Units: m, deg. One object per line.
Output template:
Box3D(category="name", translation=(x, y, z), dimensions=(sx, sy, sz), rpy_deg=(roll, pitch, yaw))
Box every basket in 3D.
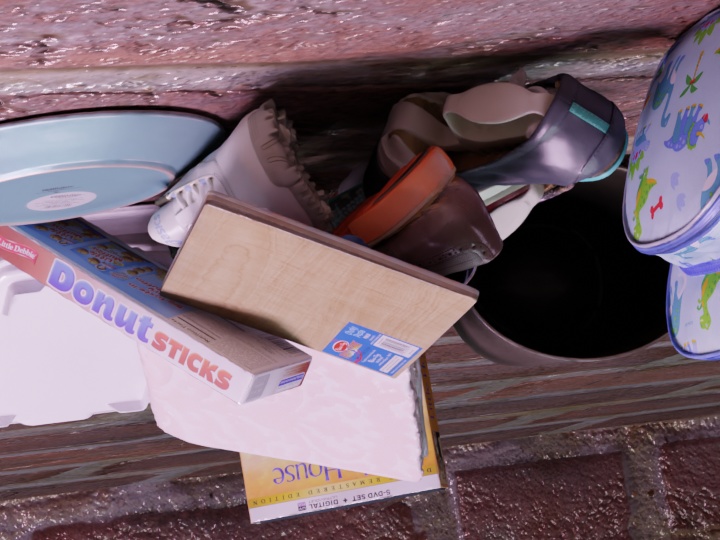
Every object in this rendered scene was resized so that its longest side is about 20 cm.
Box3D(category="basket", translation=(0.137, 0.006, 1.756), dimensions=(0.180, 0.136, 0.200), rpy_deg=(-4, 174, -10))

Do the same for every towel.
Box3D(category="towel", translation=(-0.053, 0.061, 1.575), dimensions=(0.191, 0.032, 0.200), rpy_deg=(9, 146, 10))

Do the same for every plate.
Box3D(category="plate", translation=(-0.173, -0.053, 1.381), dimensions=(0.200, 0.026, 0.200), rpy_deg=(-10, 171, -2))

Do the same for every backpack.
Box3D(category="backpack", translation=(0.227, -0.044, 1.304), dimensions=(0.147, 0.201, 0.183), rpy_deg=(14, 165, -18))

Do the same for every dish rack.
Box3D(category="dish rack", translation=(-0.188, 0.039, 1.608), dimensions=(0.171, 0.044, 0.200), rpy_deg=(-6, 143, -24))

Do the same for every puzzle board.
Box3D(category="puzzle board", translation=(-0.027, 0.009, 1.350), dimensions=(0.150, 0.017, 0.200), rpy_deg=(20, 163, -6))

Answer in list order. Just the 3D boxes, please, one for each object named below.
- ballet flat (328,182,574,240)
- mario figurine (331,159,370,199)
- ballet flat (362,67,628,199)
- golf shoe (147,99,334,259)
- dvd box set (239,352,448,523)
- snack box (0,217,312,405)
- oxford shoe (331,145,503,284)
Box3D(category="ballet flat", translation=(0.043, -0.032, 1.469), dimensions=(0.200, 0.071, 0.069), rpy_deg=(-28, 142, 22))
Box3D(category="mario figurine", translation=(0.000, 0.000, 1.573), dimensions=(0.200, 0.106, 0.123), rpy_deg=(-24, 163, 15))
Box3D(category="ballet flat", translation=(0.059, -0.077, 1.369), dimensions=(0.073, 0.073, 0.200), rpy_deg=(-1, 177, -44))
Box3D(category="golf shoe", translation=(-0.071, -0.035, 1.376), dimensions=(0.097, 0.078, 0.200), rpy_deg=(-23, 172, -8))
Box3D(category="dvd box set", translation=(-0.025, 0.072, 1.755), dimensions=(0.146, 0.201, 0.029), rpy_deg=(-11, 171, 13))
Box3D(category="snack box", translation=(-0.128, 0.018, 1.455), dimensions=(0.200, 0.024, 0.072), rpy_deg=(30, -160, 22))
Box3D(category="oxford shoe", translation=(0.018, -0.004, 1.372), dimensions=(0.071, 0.073, 0.200), rpy_deg=(-47, -176, -21))
